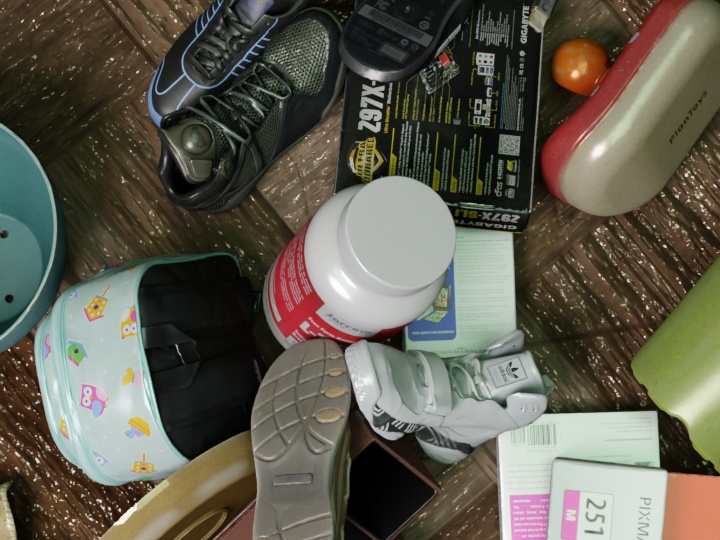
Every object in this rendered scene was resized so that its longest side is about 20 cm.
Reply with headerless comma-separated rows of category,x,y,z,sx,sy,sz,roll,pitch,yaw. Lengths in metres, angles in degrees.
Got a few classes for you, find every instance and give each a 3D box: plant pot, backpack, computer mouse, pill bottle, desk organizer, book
plant pot,0.323,0.058,1.174,0.190,0.200,0.200,-42,88,10
plant pot,-0.316,-0.013,1.167,0.199,0.135,0.201,-1,78,6
plant pot,-0.134,0.195,1.133,0.200,0.200,0.028,-40,74,-3
backpack,-0.163,0.077,1.140,0.153,0.200,0.177,-11,89,13
computer mouse,0.077,-0.204,1.184,0.140,0.046,0.200,24,62,11
pill bottle,0.000,0.000,1.137,0.112,0.200,0.113,5,72,-16
desk organizer,-0.038,0.204,1.159,0.200,0.072,0.077,-45,57,12
book,0.181,0.218,1.218,0.133,0.048,0.201,-1,86,1

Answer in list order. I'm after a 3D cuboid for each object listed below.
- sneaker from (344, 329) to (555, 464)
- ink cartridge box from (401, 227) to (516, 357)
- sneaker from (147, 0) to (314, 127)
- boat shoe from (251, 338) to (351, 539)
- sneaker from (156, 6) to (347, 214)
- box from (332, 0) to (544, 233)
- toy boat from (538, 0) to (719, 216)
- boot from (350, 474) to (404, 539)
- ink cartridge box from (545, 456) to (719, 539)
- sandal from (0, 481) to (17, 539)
sneaker,0.072,0.084,1.135,0.115,0.200,0.075,-27,59,17
ink cartridge box,0.080,-0.005,1.232,0.094,0.037,0.201,-2,89,-2
sneaker,-0.104,-0.199,1.218,0.070,0.078,0.200,41,86,1
boat shoe,-0.042,0.146,1.091,0.075,0.072,0.201,1,57,12
sneaker,-0.088,-0.124,1.170,0.076,0.114,0.199,46,105,8
box,0.066,-0.138,1.208,0.159,0.049,0.201,5,72,3
toy boat,0.210,-0.147,1.215,0.131,0.131,0.200,34,85,31
boot,-0.021,0.277,1.202,0.146,0.070,0.201,-24,76,9
ink cartridge box,0.230,0.256,1.169,0.173,0.044,0.201,5,85,8
sandal,-0.292,0.208,1.204,0.211,0.078,0.070,28,66,-5
